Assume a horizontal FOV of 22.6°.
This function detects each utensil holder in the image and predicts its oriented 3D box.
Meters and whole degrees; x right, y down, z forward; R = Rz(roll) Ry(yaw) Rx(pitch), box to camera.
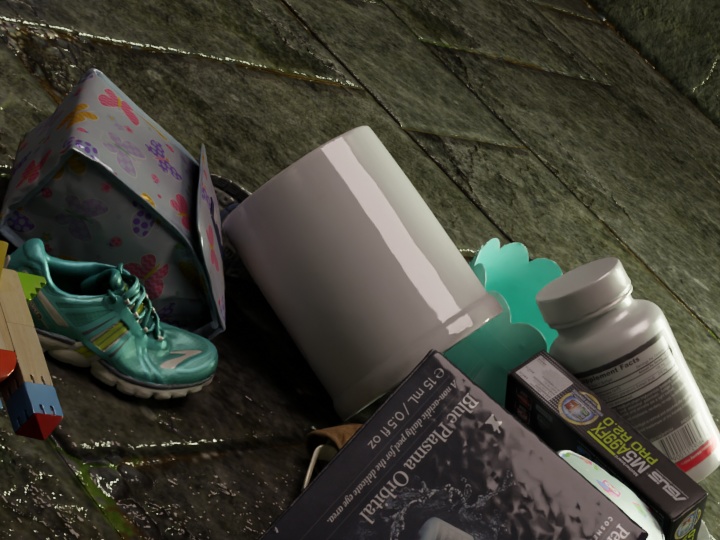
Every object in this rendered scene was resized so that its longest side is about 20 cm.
[{"bbox_3d":[0.000,0.000,1.556,0.200,0.170,0.170,57,24,4],"label":"utensil holder"}]

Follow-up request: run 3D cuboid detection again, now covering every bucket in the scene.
[{"bbox_3d":[0.156,0.083,1.742,0.207,0.135,0.207,32,22,-15],"label":"bucket"}]

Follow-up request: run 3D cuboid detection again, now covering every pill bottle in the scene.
[{"bbox_3d":[0.232,0.095,1.587,0.201,0.110,0.111,64,19,-9],"label":"pill bottle"}]

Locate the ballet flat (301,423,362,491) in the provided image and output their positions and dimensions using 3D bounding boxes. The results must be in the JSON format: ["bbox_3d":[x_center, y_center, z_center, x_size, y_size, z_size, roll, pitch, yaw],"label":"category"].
[{"bbox_3d":[-0.009,0.183,1.396,0.072,0.068,0.200,7,31,-16],"label":"ballet flat"}]

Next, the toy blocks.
[{"bbox_3d":[-0.284,0.055,1.196,0.200,0.100,0.137,15,42,-46],"label":"toy blocks"}]

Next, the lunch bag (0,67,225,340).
[{"bbox_3d":[-0.185,-0.047,1.496,0.200,0.127,0.170,43,19,-21],"label":"lunch bag"}]

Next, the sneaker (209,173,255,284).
[{"bbox_3d":[-0.084,-0.014,1.679,0.200,0.075,0.087,44,10,-3],"label":"sneaker"}]

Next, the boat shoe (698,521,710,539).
[{"bbox_3d":[0.271,0.225,1.725,0.074,0.068,0.199,43,-5,44],"label":"boat shoe"}]

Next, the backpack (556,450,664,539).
[{"bbox_3d":[0.143,0.231,1.406,0.199,0.154,0.176,30,27,-13],"label":"backpack"}]

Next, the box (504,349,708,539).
[{"bbox_3d":[0.203,0.186,1.558,0.044,0.161,0.200,-31,56,-26],"label":"box"}]

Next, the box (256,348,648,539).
[{"bbox_3d":[0.054,0.199,1.242,0.200,0.118,0.197,40,65,8],"label":"box"}]

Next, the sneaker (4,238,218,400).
[{"bbox_3d":[-0.188,0.038,1.375,0.199,0.080,0.078,25,25,-31],"label":"sneaker"}]
